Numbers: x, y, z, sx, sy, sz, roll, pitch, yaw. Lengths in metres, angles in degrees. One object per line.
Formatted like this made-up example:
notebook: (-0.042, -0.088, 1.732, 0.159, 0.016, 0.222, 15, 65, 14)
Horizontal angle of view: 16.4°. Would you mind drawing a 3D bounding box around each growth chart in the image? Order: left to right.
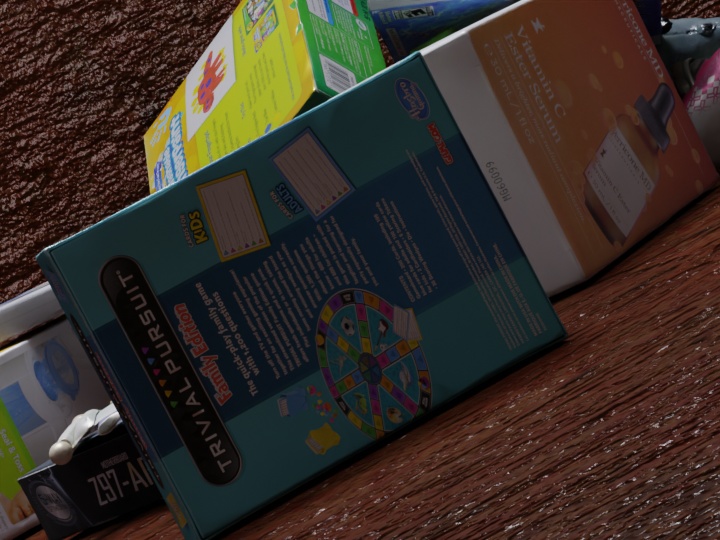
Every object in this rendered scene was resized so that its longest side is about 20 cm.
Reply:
growth chart: (-0.087, 0.055, 1.394, 0.200, 0.018, 0.145, -27, 4, 7)

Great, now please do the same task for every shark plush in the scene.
shark plush: (0.206, -0.149, 1.750, 0.199, 0.091, 0.083, 2, -19, 14)

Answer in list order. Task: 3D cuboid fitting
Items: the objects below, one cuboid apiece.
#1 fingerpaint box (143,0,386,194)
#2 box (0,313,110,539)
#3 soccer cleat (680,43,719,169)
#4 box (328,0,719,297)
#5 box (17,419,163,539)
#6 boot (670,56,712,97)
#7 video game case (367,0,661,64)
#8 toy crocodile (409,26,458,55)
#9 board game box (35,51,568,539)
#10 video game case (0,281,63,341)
fingerpaint box: (-0.057, -0.080, 1.551, 0.167, 0.073, 0.200, -52, 25, 21)
box: (-0.192, 0.090, 1.653, 0.200, 0.113, 0.101, -28, 3, -22)
soccer cleat: (0.282, -0.128, 1.550, 0.200, 0.070, 0.086, -41, 39, -18)
box: (0.097, -0.073, 1.438, 0.106, 0.153, 0.200, -25, 5, 35)
box: (-0.079, 0.081, 1.460, 0.160, 0.044, 0.200, -24, 5, 40)
boot: (0.314, -0.148, 1.663, 0.199, 0.073, 0.182, -20, 6, 20)
video game case: (0.103, -0.174, 1.611, 0.181, 0.046, 0.200, -8, -8, 6)
toy crocodile: (0.053, -0.060, 1.527, 0.067, 0.201, 0.062, -24, -33, 35)
board game box: (-0.027, 0.012, 1.162, 0.200, 0.151, 0.047, -28, 2, -13)
video game case: (-0.177, 0.006, 1.672, 0.200, 0.024, 0.182, -23, 4, 29)
